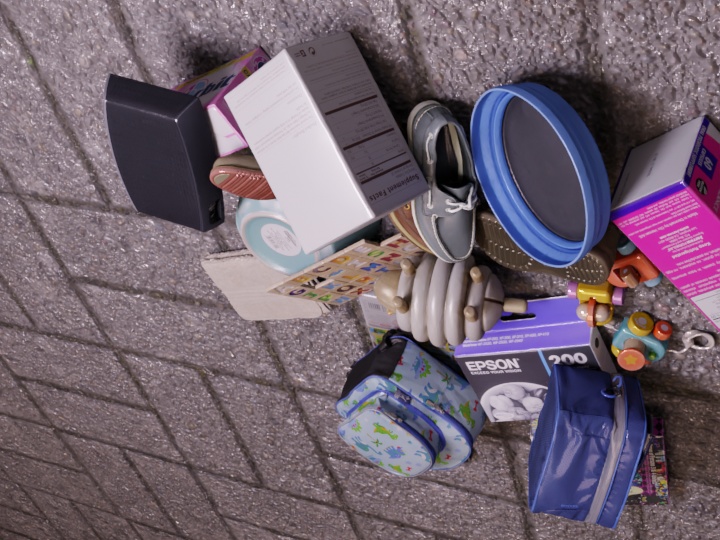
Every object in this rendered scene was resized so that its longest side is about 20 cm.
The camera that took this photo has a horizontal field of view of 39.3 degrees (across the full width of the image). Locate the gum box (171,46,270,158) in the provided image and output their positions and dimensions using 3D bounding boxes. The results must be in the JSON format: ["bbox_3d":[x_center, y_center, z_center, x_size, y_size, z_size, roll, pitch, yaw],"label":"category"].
[{"bbox_3d":[-0.193,-0.187,1.236,0.199,0.114,0.066,-12,127,43],"label":"gum box"}]

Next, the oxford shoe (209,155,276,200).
[{"bbox_3d":[-0.090,-0.126,1.194,0.199,0.074,0.071,0,166,-38],"label":"oxford shoe"}]

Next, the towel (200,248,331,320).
[{"bbox_3d":[-0.141,0.019,1.522,0.199,0.035,0.133,-4,131,39],"label":"towel"}]

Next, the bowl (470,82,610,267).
[{"bbox_3d":[0.187,-0.102,1.057,0.201,0.039,0.201,53,158,32],"label":"bowl"}]

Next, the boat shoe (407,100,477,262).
[{"bbox_3d":[0.099,-0.091,1.146,0.062,0.072,0.201,41,148,58],"label":"boat shoe"}]

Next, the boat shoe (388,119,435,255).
[{"bbox_3d":[0.065,-0.098,1.201,0.067,0.072,0.200,-12,125,46],"label":"boat shoe"}]

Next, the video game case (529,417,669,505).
[{"bbox_3d":[0.346,0.275,1.443,0.180,0.036,0.201,-3,140,18],"label":"video game case"}]

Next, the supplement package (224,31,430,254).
[{"bbox_3d":[-0.036,-0.140,1.114,0.117,0.117,0.201,-25,93,42],"label":"supplement package"}]

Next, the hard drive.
[{"bbox_3d":[-0.235,-0.132,1.197,0.134,0.042,0.201,18,142,17],"label":"hard drive"}]

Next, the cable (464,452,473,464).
[{"bbox_3d":[0.094,0.263,1.637,0.097,0.050,0.200,-23,118,42],"label":"cable"}]

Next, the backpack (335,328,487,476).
[{"bbox_3d":[0.074,0.213,1.473,0.199,0.148,0.183,31,147,-8],"label":"backpack"}]

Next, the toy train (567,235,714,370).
[{"bbox_3d":[0.331,0.053,1.209,0.150,0.056,0.200,-16,124,43],"label":"toy train"}]

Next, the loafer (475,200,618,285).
[{"bbox_3d":[0.214,-0.039,1.178,0.199,0.067,0.076,24,143,36],"label":"loafer"}]

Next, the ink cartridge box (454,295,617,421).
[{"bbox_3d":[0.233,0.123,1.357,0.197,0.044,0.201,-9,129,30],"label":"ink cartridge box"}]

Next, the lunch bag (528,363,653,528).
[{"bbox_3d":[0.296,0.217,1.283,0.131,0.136,0.201,11,121,3],"label":"lunch bag"}]

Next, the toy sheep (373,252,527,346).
[{"bbox_3d":[0.112,0.035,1.283,0.198,0.138,0.138,12,141,15],"label":"toy sheep"}]

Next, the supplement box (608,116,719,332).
[{"bbox_3d":[0.363,-0.042,1.035,0.200,0.102,0.103,42,143,-18],"label":"supplement box"}]

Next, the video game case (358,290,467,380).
[{"bbox_3d":[0.104,0.103,1.463,0.199,0.023,0.183,10,140,24],"label":"video game case"}]

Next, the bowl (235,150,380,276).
[{"bbox_3d":[-0.083,-0.067,1.316,0.199,0.105,0.201,19,144,14],"label":"bowl"}]

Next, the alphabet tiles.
[{"bbox_3d":[0.000,0.000,1.322,0.199,0.008,0.167,-25,159,29],"label":"alphabet tiles"}]
